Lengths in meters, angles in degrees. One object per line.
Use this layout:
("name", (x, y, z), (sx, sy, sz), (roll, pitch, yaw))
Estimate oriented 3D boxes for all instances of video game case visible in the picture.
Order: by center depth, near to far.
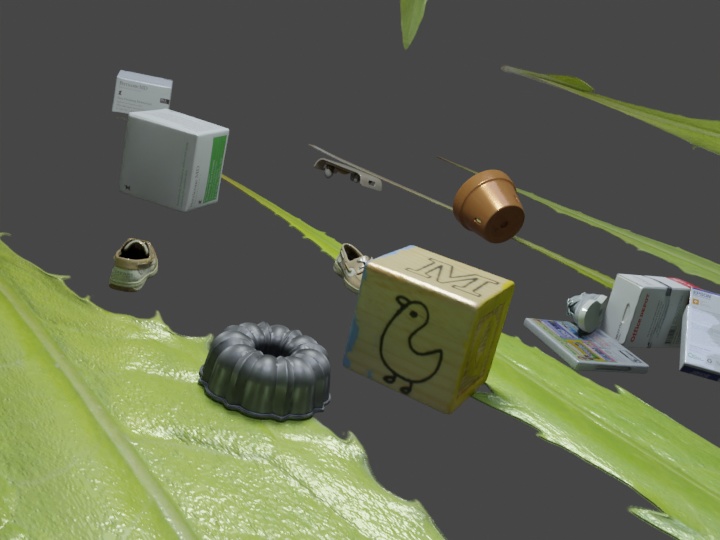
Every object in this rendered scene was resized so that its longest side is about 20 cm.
("video game case", (0.462, 0.155, 1.650), (0.181, 0.022, 0.200), (6, 20, -23))

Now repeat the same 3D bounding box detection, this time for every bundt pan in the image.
("bundt pan", (-0.134, 0.136, 1.172), (0.200, 0.076, 0.202), (12, 18, -4))

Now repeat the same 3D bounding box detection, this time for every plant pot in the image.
("plant pot", (0.391, -0.174, 2.348), (0.199, 0.201, 0.140), (3, 37, -31))

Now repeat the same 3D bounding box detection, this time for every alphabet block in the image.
("alphabet block", (0.114, 0.089, 1.313), (0.199, 0.197, 0.196), (20, 21, 23))

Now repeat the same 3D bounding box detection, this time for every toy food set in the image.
("toy food set", (-0.040, -0.310, 2.642), (0.199, 0.061, 0.143), (26, 10, 29))

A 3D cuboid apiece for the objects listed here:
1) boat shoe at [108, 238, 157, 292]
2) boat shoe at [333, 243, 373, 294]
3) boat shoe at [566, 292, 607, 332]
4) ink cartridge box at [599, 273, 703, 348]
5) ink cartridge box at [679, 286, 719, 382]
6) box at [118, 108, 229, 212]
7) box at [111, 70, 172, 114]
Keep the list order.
("boat shoe", (-0.407, -0.023, 1.458), (0.073, 0.067, 0.200), (11, 18, -10))
("boat shoe", (0.000, 0.000, 1.697), (0.072, 0.065, 0.200), (5, 20, -26))
("boat shoe", (0.485, 0.087, 1.739), (0.071, 0.071, 0.200), (11, 11, 26))
("ink cartridge box", (0.645, 0.092, 1.775), (0.199, 0.145, 0.084), (4, 18, -30))
("ink cartridge box", (0.785, 0.150, 1.699), (0.198, 0.041, 0.201), (16, 57, 7))
("box", (-0.456, -0.273, 1.958), (0.199, 0.200, 0.171), (18, 19, 14))
("box", (-0.799, -0.644, 2.936), (0.198, 0.132, 0.200), (8, 18, -15))
